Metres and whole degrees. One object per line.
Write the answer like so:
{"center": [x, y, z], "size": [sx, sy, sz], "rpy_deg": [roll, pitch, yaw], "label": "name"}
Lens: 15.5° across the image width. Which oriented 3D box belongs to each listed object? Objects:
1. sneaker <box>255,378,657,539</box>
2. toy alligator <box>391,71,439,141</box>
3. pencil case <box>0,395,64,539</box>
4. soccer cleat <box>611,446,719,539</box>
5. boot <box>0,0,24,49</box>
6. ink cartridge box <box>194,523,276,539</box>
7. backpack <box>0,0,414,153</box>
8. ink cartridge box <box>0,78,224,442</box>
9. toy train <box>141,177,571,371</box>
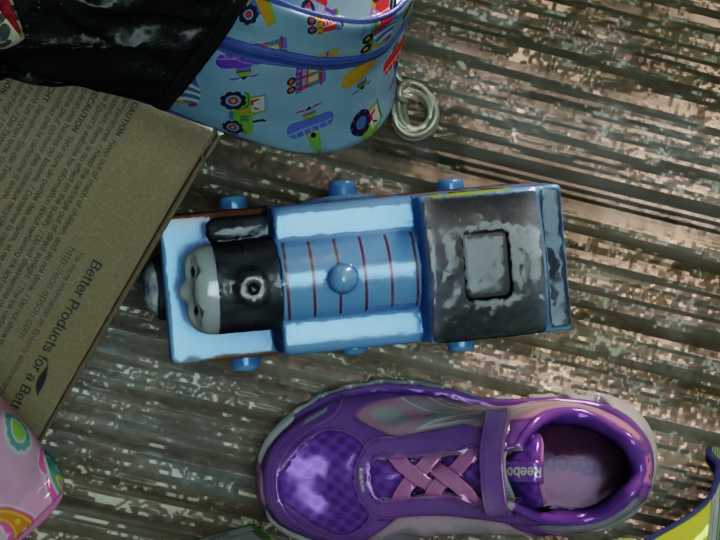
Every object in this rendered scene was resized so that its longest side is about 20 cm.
{"center": [0.052, 0.093, 1.245], "size": [0.199, 0.088, 0.081], "rpy_deg": [-2, 92, -8], "label": "sneaker"}
{"center": [-0.026, -0.141, 1.247], "size": [0.059, 0.054, 0.200], "rpy_deg": [-42, 97, -6], "label": "toy alligator"}
{"center": [-0.204, 0.032, 1.119], "size": [0.087, 0.087, 0.200], "rpy_deg": [-31, 106, -8], "label": "pencil case"}
{"center": [0.141, 0.176, 1.280], "size": [0.084, 0.065, 0.200], "rpy_deg": [37, 85, 10], "label": "soccer cleat"}
{"center": [-0.236, -0.131, 1.045], "size": [0.153, 0.073, 0.204], "rpy_deg": [-30, 76, 6], "label": "boot"}
{"center": [-0.047, 0.201, 1.172], "size": [0.075, 0.200, 0.148], "rpy_deg": [-15, 93, -9], "label": "ink cartridge box"}
{"center": [-0.056, -0.148, 1.121], "size": [0.199, 0.135, 0.183], "rpy_deg": [18, 45, -23], "label": "backpack"}
{"center": [-0.179, -0.029, 1.183], "size": [0.164, 0.075, 0.200], "rpy_deg": [29, 103, -13], "label": "ink cartridge box"}
{"center": [0.000, 0.000, 1.222], "size": [0.199, 0.114, 0.087], "rpy_deg": [-5, 91, -10], "label": "toy train"}
